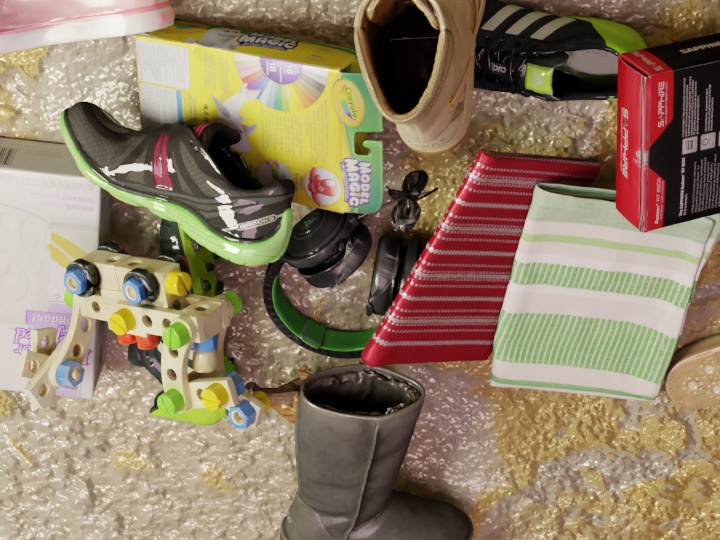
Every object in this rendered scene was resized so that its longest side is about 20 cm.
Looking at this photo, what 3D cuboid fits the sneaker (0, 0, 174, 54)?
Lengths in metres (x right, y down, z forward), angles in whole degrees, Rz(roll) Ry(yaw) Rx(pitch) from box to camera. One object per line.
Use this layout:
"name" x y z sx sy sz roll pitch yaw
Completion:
"sneaker" -0.238 -0.214 1.447 0.199 0.075 0.105 -7 105 13

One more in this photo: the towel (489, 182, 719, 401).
"towel" 0.188 0.022 1.545 0.151 0.023 0.201 6 131 -8

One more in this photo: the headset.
"headset" 0.000 0.000 1.534 0.123 0.094 0.200 26 128 -11

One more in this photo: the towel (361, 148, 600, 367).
"towel" 0.090 -0.007 1.517 0.144 0.022 0.201 0 128 -47

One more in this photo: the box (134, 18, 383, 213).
"box" -0.068 -0.114 1.462 0.199 0.048 0.118 14 122 25

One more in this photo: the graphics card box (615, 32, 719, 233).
"graphics card box" 0.280 -0.111 1.442 0.199 0.051 0.126 -14 120 -18

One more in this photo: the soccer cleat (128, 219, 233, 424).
"soccer cleat" -0.148 0.037 1.571 0.080 0.068 0.201 -1 120 9

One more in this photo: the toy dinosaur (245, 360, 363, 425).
"toy dinosaur" -0.029 0.121 1.626 0.106 0.061 0.200 -32 134 20

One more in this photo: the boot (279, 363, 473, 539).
"boot" 0.024 0.157 1.594 0.181 0.073 0.201 -2 130 -18

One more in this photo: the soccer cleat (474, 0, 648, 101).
"soccer cleat" 0.114 -0.157 1.450 0.199 0.081 0.068 4 119 1

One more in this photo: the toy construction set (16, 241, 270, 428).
"toy construction set" -0.167 0.053 1.496 0.199 0.092 0.132 1 114 24

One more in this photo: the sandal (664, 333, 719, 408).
"sandal" 0.342 0.067 1.566 0.211 0.070 0.078 -25 114 15

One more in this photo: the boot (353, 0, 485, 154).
"boot" 0.040 -0.189 1.363 0.072 0.155 0.201 3 86 12

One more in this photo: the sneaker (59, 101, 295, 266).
"sneaker" -0.130 -0.078 1.454 0.199 0.077 0.084 28 105 14

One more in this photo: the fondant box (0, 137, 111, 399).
"fondant box" -0.273 -0.003 1.567 0.143 0.058 0.201 6 120 0
